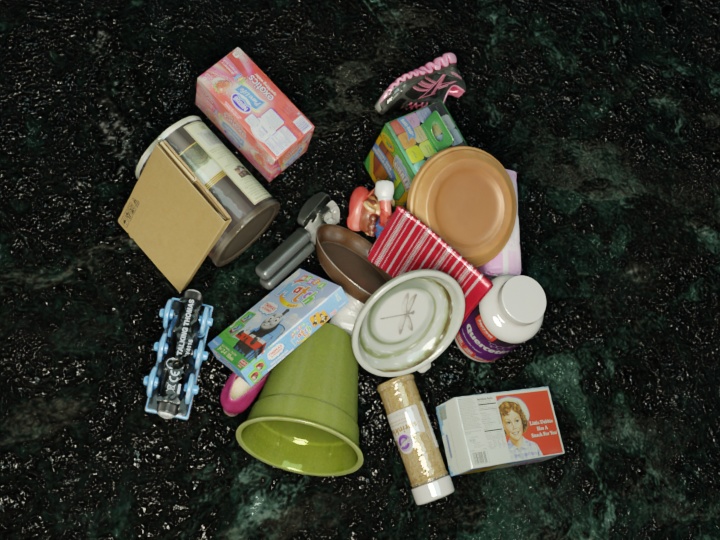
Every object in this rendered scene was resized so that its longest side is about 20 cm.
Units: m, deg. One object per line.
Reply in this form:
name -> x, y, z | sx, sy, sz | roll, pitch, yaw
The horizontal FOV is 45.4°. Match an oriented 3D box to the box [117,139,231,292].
box -> -0.298, -0.080, 1.360 | 0.164, 0.200, 0.021 | 47, 42, 5

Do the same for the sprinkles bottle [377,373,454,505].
sprinkles bottle -> 0.089, 0.274, 1.402 | 0.067, 0.068, 0.203 | -15, 75, -18

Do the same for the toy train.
toy train -> -0.279, 0.133, 1.332 | 0.085, 0.114, 0.204 | 11, 69, -6

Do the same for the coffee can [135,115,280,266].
coffee can -> -0.249, -0.130, 1.413 | 0.200, 0.147, 0.146 | 46, 67, 5

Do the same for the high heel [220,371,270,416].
high heel -> -0.161, 0.138, 1.370 | 0.067, 0.096, 0.201 | 35, 67, 1

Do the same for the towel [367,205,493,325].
towel -> 0.109, 0.000, 1.396 | 0.199, 0.145, 0.023 | 40, 51, 4

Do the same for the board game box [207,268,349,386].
board game box -> -0.130, 0.083, 1.347 | 0.199, 0.151, 0.037 | -39, 117, -17

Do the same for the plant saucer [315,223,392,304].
plant saucer -> 0.000, 0.000, 1.436 | 0.199, 0.200, 0.035 | 38, 110, 1

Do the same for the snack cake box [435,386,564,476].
snack cake box -> 0.231, 0.263, 1.418 | 0.197, 0.067, 0.117 | -1, 68, -29

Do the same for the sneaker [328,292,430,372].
sneaker -> 0.028, 0.120, 1.447 | 0.199, 0.078, 0.100 | 37, 95, -10

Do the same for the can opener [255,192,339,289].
can opener -> -0.108, -0.050, 1.480 | 0.066, 0.053, 0.200 | 24, 60, 33

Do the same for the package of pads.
package of pads -> 0.233, -0.067, 1.526 | 0.074, 0.121, 0.204 | 5, 71, -12

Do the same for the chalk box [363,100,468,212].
chalk box -> 0.105, -0.200, 1.496 | 0.122, 0.200, 0.126 | -25, 78, -20

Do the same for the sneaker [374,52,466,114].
sneaker -> 0.119, -0.331, 1.620 | 0.198, 0.079, 0.097 | -31, 92, -20

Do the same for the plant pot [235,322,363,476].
plant pot -> -0.075, 0.191, 1.341 | 0.196, 0.201, 0.193 | 18, 56, -7

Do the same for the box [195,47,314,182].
box -> -0.187, -0.270, 1.503 | 0.200, 0.095, 0.103 | 45, 67, 4

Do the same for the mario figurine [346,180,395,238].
mario figurine -> 0.063, -0.082, 1.487 | 0.200, 0.125, 0.105 | 43, 27, 24

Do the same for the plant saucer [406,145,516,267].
plant saucer -> 0.172, -0.101, 1.406 | 0.196, 0.037, 0.205 | -2, 95, -18

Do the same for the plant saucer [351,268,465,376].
plant saucer -> 0.069, 0.074, 1.357 | 0.197, 0.203, 0.050 | -16, 39, -19

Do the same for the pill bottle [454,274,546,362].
pill bottle -> 0.233, 0.078, 1.433 | 0.110, 0.200, 0.115 | 4, 70, -12
